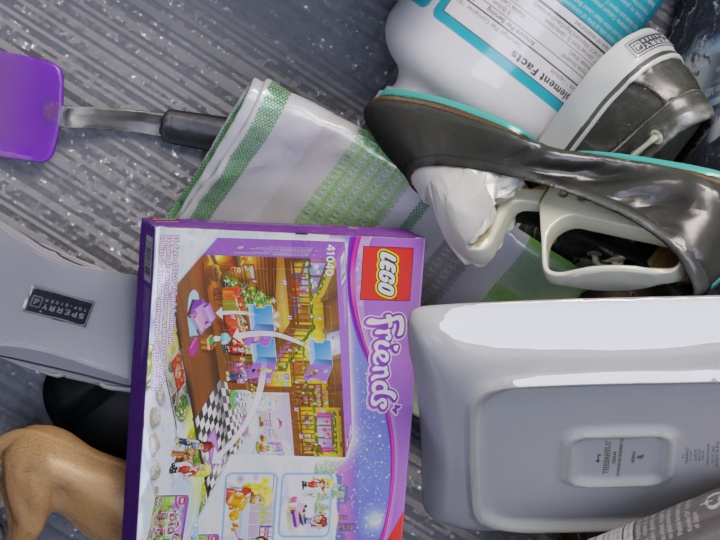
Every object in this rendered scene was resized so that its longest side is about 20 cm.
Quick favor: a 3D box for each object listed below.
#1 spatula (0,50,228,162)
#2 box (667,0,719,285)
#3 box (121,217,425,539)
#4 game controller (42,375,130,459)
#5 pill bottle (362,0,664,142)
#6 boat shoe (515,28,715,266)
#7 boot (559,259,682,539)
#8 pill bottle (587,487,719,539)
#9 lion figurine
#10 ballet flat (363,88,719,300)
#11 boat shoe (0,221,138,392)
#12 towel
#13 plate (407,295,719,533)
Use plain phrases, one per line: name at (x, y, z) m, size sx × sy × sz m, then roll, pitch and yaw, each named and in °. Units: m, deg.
spatula at (-0.119, -0.078, 1.197) m, size 0.199 × 0.021 × 0.057 m, roll 7°, pitch 105°, yaw -8°
box at (0.235, -0.084, 1.135) m, size 0.117 × 0.197 × 0.201 m, roll 14°, pitch 99°, yaw -17°
box at (-0.044, 0.077, 1.114) m, size 0.136 × 0.039 × 0.201 m, roll 3°, pitch 97°, yaw -17°
game controller at (-0.082, 0.110, 1.233) m, size 0.104 × 0.042 × 0.200 m, roll -34°, pitch 102°, yaw 16°
pill bottle at (0.087, -0.138, 1.162) m, size 0.111 × 0.111 × 0.200 m, roll 36°, pitch 96°, yaw -11°
boat shoe at (0.115, -0.033, 1.154) m, size 0.070 × 0.200 × 0.064 m, roll -23°, pitch 66°, yaw -33°
boot at (0.162, 0.095, 1.238) m, size 0.146 × 0.070 × 0.200 m, roll -41°, pitch 109°, yaw -5°
pill bottle at (0.150, 0.174, 1.098) m, size 0.199 × 0.111 × 0.111 m, roll -24°, pitch 102°, yaw 13°
lion figurine at (-0.127, 0.119, 1.178) m, size 0.199 × 0.073 × 0.123 m, roll 10°, pitch 122°, yaw -4°
ballet flat at (0.083, -0.033, 1.071) m, size 0.199 × 0.068 × 0.069 m, roll 15°, pitch 69°, yaw 21°
boat shoe at (-0.164, 0.024, 1.177) m, size 0.199 × 0.065 × 0.074 m, roll 22°, pitch 75°, yaw 21°
towel at (0.000, 0.000, 1.176) m, size 0.199 × 0.031 × 0.149 m, roll 31°, pitch 134°, yaw -6°
plate at (0.125, 0.080, 1.109) m, size 0.198 × 0.032 × 0.200 m, roll -2°, pitch 145°, yaw 3°
